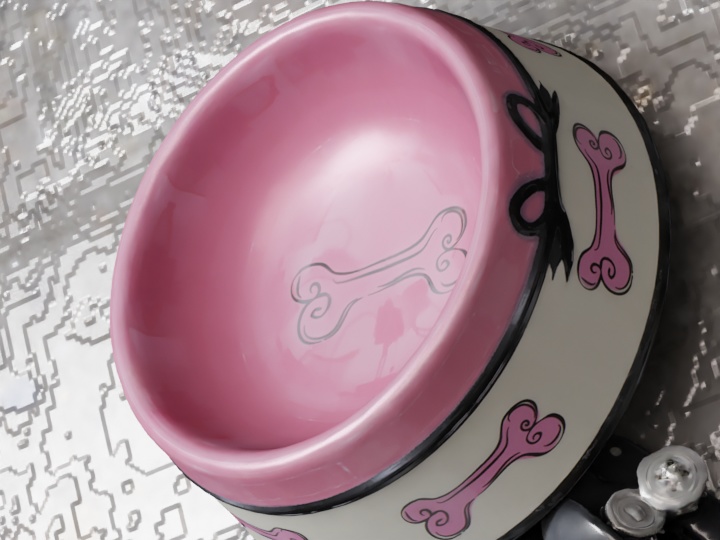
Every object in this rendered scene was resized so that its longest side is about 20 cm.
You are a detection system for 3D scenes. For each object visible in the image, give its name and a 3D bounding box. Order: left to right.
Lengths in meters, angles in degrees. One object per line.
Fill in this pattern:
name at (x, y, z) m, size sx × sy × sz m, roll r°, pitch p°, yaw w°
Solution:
dog bowl at (0.000, 0.000, 0.870) m, size 0.200 × 0.074 × 0.200 m, roll -20°, pitch 56°, yaw 34°
can opener at (0.134, 0.118, 0.817) m, size 0.200 × 0.079 × 0.063 m, roll 31°, pitch 56°, yaw 27°
